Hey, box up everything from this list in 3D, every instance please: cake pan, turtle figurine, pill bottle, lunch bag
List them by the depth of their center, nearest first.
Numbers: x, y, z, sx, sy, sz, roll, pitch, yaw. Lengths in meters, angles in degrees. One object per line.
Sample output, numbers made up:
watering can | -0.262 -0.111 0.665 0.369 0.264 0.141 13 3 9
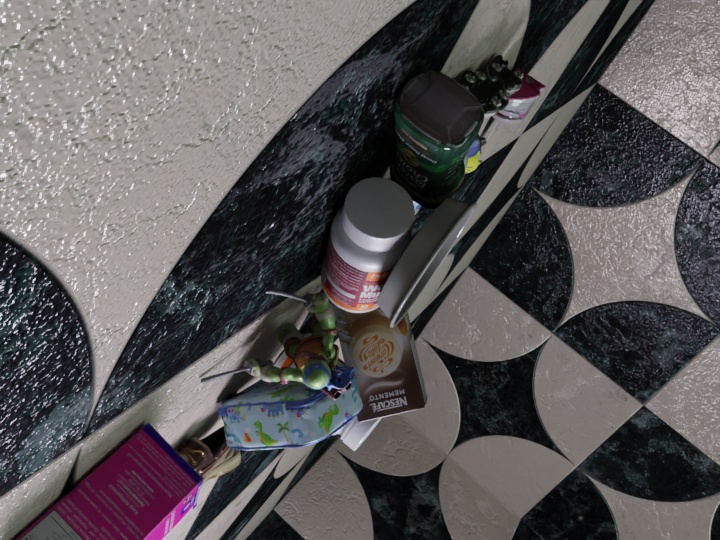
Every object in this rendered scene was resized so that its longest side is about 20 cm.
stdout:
cake pan | 0.085 -0.015 0.922 0.201 0.037 0.200 -53 171 -13
pill bottle | 0.009 -0.031 0.937 0.110 0.109 0.201 -45 168 -27
turtle figurine | -0.099 0.086 0.969 0.194 0.197 0.146 -102 -154 -79
lunch bag | -0.106 0.207 1.054 0.198 0.083 0.160 -12 -175 34
pill bottle | -0.055 0.215 1.216 0.114 0.199 0.114 -48 168 -13

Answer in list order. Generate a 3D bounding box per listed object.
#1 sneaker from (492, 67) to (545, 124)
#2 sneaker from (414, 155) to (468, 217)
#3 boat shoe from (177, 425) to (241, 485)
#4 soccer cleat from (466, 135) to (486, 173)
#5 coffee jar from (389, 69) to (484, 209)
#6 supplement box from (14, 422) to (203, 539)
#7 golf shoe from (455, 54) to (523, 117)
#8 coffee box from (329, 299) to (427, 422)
sneaker | 0.267 -0.297 1.214 0.089 0.081 0.200 -59 166 28
sneaker | 0.082 -0.137 1.048 0.200 0.072 0.073 -43 132 -12
boat shoe | -0.252 0.283 1.026 0.199 0.071 0.073 -14 112 -56
soccer cleat | 0.169 -0.208 1.198 0.083 0.065 0.200 -22 174 4
coffee jar | 0.090 -0.158 0.881 0.085 0.104 0.200 -49 168 -13
supplement box | -0.288 0.292 0.785 0.200 0.103 0.102 -41 166 -36
golf shoe | 0.179 -0.252 1.028 0.200 0.077 0.088 -38 170 -49
coffee box | 0.032 0.128 1.111 0.113 0.203 0.080 -14 180 8
